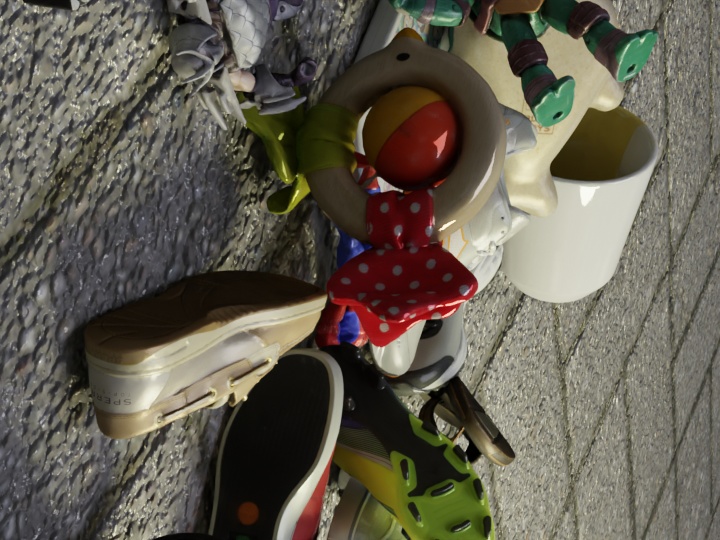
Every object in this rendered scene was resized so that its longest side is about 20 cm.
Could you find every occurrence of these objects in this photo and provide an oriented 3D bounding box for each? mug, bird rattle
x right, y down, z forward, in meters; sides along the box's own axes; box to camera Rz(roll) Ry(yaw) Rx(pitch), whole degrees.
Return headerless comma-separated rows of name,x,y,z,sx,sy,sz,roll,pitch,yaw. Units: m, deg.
mug,0.192,-0.065,1.460,0.186,0.148,0.154,-42,146,-44
bird rattle,0.016,-0.063,0.987,0.163,0.200,0.113,-44,147,2

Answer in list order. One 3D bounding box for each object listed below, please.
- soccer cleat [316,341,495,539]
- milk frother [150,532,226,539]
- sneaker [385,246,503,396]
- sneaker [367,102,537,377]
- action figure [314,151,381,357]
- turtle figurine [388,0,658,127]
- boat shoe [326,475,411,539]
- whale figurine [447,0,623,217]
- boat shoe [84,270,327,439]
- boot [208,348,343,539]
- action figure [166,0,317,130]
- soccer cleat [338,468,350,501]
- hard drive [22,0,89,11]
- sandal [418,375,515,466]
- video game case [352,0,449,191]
soccer cleat,0.026,0.137,1.120,0.064,0.200,0.084,-28,152,-24
milk frother,-0.096,0.264,0.889,0.180,0.186,0.202,-15,114,-63
sneaker,0.054,0.017,1.278,0.080,0.073,0.201,66,35,-39
sneaker,0.063,-0.021,1.068,0.076,0.091,0.202,-73,179,-83
action figure,0.000,0.000,1.142,0.065,0.051,0.202,-37,144,-45
turtle figurine,0.105,-0.199,1.104,0.149,0.201,0.101,-39,156,8
boat shoe,0.012,0.202,1.117,0.201,0.071,0.071,-67,166,-65
whale figurine,0.123,-0.144,1.242,0.104,0.157,0.202,-123,-144,-65
boat shoe,-0.092,0.049,0.955,0.199,0.073,0.070,-17,119,-53
boot,-0.049,0.158,1.109,0.144,0.072,0.202,40,65,-70
action figure,-0.053,-0.168,0.944,0.200,0.069,0.131,-53,151,-39
soccer cleat,0.042,0.175,1.309,0.200,0.069,0.087,46,58,-62
hard drive,-0.112,-0.235,0.814,0.200,0.037,0.141,-50,144,-49
sandal,0.072,0.123,1.293,0.054,0.200,0.082,-39,103,-5
video game case,0.035,-0.119,1.217,0.202,0.023,0.182,-68,154,-22
